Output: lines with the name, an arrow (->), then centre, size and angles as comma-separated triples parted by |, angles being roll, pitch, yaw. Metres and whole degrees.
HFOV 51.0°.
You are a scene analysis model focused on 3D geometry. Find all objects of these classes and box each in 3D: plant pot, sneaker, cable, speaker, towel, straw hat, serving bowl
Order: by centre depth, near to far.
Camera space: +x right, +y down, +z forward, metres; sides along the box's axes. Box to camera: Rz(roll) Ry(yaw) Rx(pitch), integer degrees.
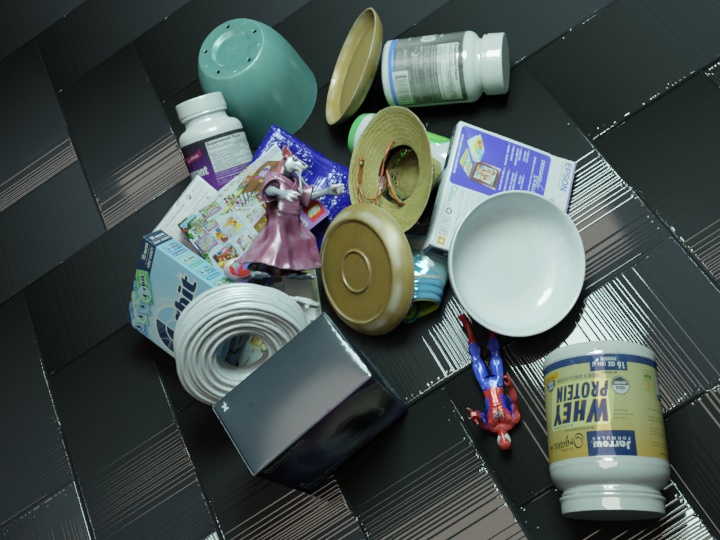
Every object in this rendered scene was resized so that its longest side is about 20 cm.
serving bowl -> 0.212, -0.008, 1.066 | 0.197, 0.066, 0.203 | 1, 86, -10
cable -> -0.168, 0.112, 1.082 | 0.201, 0.198, 0.069 | -59, 27, 21
straw hat -> 0.072, -0.145, 1.134 | 0.200, 0.084, 0.204 | 2, 93, 53
plant pot -> 0.000, 0.000, 1.136 | 0.199, 0.027, 0.203 | 9, 103, 45
sneaker -> 0.041, 0.011, 1.157 | 0.198, 0.080, 0.132 | 5, 68, 22
speaker -> 0.079, -0.193, 1.227 | 0.198, 0.089, 0.089 | 24, 77, 27
towel -> -0.093, -0.131, 1.228 | 0.199, 0.050, 0.149 | 30, 77, -7
plant pot -> -0.008, -0.341, 1.282 | 0.027, 0.200, 0.202 | 17, 68, -20
plant pot -> -0.198, -0.347, 1.349 | 0.198, 0.161, 0.203 | -7, 66, 16

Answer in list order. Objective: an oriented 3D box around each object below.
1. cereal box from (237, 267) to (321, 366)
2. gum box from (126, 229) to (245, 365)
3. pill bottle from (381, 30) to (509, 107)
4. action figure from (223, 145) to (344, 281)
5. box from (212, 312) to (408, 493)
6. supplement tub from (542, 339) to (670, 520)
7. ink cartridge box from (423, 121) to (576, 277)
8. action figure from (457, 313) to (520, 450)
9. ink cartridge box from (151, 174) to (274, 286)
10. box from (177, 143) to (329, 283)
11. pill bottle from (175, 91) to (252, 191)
cereal box -> -0.131, 0.085, 1.207 | 0.142, 0.040, 0.202 | -17, 63, 13
gum box -> -0.268, 0.061, 1.175 | 0.199, 0.044, 0.171 | 32, 123, 16
pill bottle -> 0.142, -0.334, 1.250 | 0.197, 0.114, 0.115 | -1, 67, 19
action figure -> -0.115, -0.085, 1.133 | 0.147, 0.133, 0.203 | -9, 79, 34
box -> -0.063, 0.192, 1.046 | 0.200, 0.199, 0.123 | -40, 61, 0
supplement tub -> 0.306, 0.202, 0.943 | 0.143, 0.145, 0.202 | -6, 66, 17
ink cartridge box -> 0.211, -0.098, 1.134 | 0.198, 0.043, 0.201 | 17, 78, -8
action figure -> 0.176, 0.144, 1.044 | 0.064, 0.099, 0.202 | -16, 66, 13
ink cartridge box -> -0.219, -0.042, 1.212 | 0.199, 0.042, 0.120 | 39, 87, -3
box -> -0.165, -0.080, 1.178 | 0.199, 0.039, 0.137 | -39, 95, -5
pill bottle -> -0.239, -0.190, 1.272 | 0.110, 0.111, 0.202 | -16, 99, 12
